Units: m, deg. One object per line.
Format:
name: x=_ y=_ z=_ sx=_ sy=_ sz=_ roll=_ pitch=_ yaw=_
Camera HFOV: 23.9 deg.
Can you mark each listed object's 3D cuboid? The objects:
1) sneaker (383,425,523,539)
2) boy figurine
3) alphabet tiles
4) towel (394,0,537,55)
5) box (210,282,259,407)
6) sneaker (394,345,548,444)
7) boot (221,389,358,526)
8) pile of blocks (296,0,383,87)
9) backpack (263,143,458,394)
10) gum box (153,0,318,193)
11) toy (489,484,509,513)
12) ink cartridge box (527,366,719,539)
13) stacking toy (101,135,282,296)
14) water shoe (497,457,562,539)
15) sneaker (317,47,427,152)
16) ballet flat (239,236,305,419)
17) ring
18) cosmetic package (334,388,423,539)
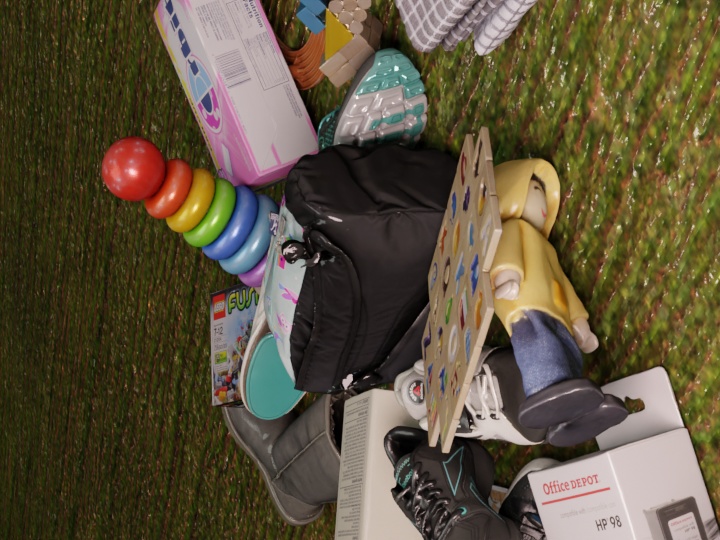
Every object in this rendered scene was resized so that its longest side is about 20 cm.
sneaker: x=0.058 y=0.175 z=1.207 sx=0.076 sy=0.079 sz=0.200 roll=-56 pitch=18 yaw=15
boy figurine: x=0.120 y=0.016 z=1.124 sx=0.064 sy=0.124 sz=0.202 roll=-27 pitch=51 yaw=25
alphabet tiles: x=0.065 y=0.014 z=1.132 sx=0.167 sy=0.006 sz=0.201 roll=-92 pitch=11 yaw=-47
towel: x=0.055 y=-0.258 z=1.131 sx=0.202 sy=0.085 sz=0.166 roll=70 pitch=155 yaw=12
box: x=-0.074 y=0.059 z=1.553 sx=0.199 sy=0.034 sz=0.112 roll=-19 pitch=70 yaw=54
sneaker: x=0.078 y=0.092 z=1.225 sx=0.200 sy=0.087 sz=0.075 roll=163 pitch=100 yaw=-74
boot: x=-0.056 y=0.146 z=1.598 sx=0.183 sy=0.072 sz=0.200 roll=57 pitch=158 yaw=10
pile of blocks: x=-0.014 y=-0.243 z=1.295 sx=0.062 sy=0.081 sz=0.202 roll=-79 pitch=-1 yaw=-54
backpack: x=0.000 y=0.000 z=1.305 sx=0.201 sy=0.165 sz=0.127 roll=107 pitch=157 yaw=-43
gum box: x=-0.114 y=-0.174 z=1.515 sx=0.202 sy=0.066 sz=0.113 roll=67 pitch=160 yaw=2
toy: x=0.089 y=0.228 z=1.360 sx=0.199 sy=0.047 sz=0.117 roll=-2 pitch=100 yaw=64
ink cartridge box: x=0.178 y=0.176 z=1.122 sx=0.116 sy=0.066 sz=0.202 roll=-32 pitch=73 yaw=64
stacking toy: x=-0.133 y=-0.055 z=1.463 sx=0.085 sy=0.199 sz=0.086 roll=-41 pitch=31 yaw=32
water shoe: x=0.110 y=0.233 z=1.228 sx=0.071 sy=0.079 sz=0.202 roll=24 pitch=112 yaw=17
sneaker: x=-0.004 y=-0.106 z=1.356 sx=0.201 sy=0.077 sz=0.092 roll=106 pitch=145 yaw=-45
ballet flat: x=-0.062 y=0.034 z=1.444 sx=0.070 sy=0.069 sz=0.202 roll=51 pitch=140 yaw=42
ring: x=-0.072 y=-0.256 z=1.480 sx=0.200 sy=0.019 sz=0.202 roll=43 pitch=141 yaw=50
cosmetic package: x=0.024 y=0.201 z=1.364 sx=0.103 sy=0.072 sz=0.203 roll=148 pitch=127 yaw=-74
